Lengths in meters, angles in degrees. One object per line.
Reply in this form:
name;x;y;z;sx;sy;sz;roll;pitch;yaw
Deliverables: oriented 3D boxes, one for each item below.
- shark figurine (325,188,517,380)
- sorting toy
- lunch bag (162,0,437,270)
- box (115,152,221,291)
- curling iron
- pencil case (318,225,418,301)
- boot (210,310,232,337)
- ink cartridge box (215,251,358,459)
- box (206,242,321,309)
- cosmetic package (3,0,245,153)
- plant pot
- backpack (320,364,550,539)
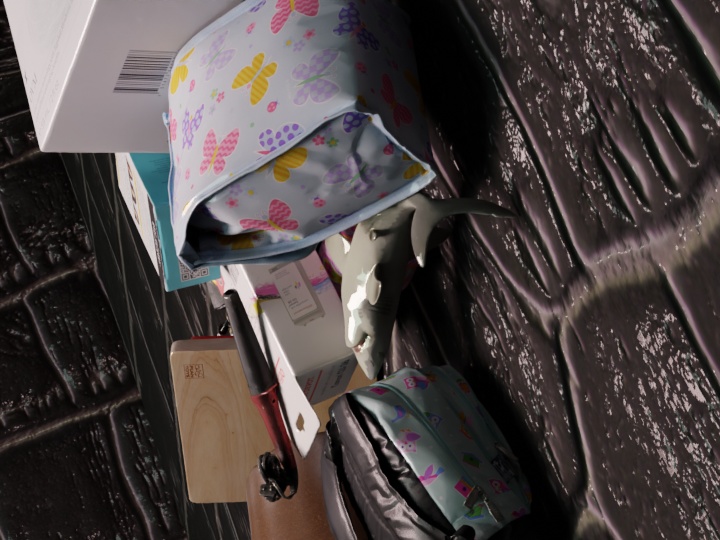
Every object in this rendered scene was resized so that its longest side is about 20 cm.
shark figurine;0.039;-0.024;1.144;0.215;0.089;0.129;121;136;-54
sorting toy;-0.081;0.135;1.539;0.070;0.197;0.201;-92;-1;-54
lunch bag;-0.056;-0.107;1.120;0.127;0.199;0.170;39;-148;-44
box;-0.171;-0.069;1.319;0.200;0.049;0.083;-124;25;-55
curling iron;-0.080;0.105;1.246;0.050;0.025;0.201;-67;-30;-61
pencil case;0.000;0.000;1.308;0.200;0.087;0.088;114;140;-68
boot;-0.132;0.061;1.567;0.204;0.153;0.074;46;-172;-43
ink cartridge box;-0.057;0.044;1.273;0.201;0.067;0.117;64;163;16
box;-0.092;-0.068;1.435;0.049;0.159;0.201;-30;72;43
cosmetic package;-0.197;-0.232;1.217;0.200;0.122;0.201;-56;44;47
plant pot;-0.019;0.275;1.454;0.201;0.199;0.199;94;164;-49
backpack;0.054;0.173;1.174;0.201;0.126;0.167;57;144;26
